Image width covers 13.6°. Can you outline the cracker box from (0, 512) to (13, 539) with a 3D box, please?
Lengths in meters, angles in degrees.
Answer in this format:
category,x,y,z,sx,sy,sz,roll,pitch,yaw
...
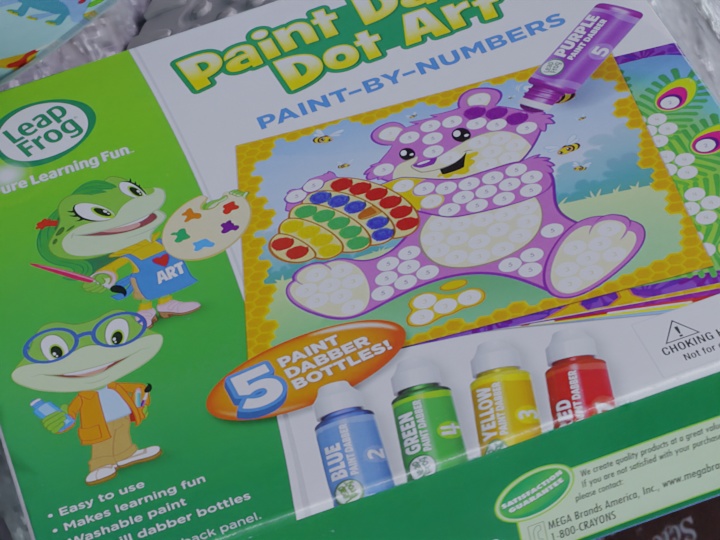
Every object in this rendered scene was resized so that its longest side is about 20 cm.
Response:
category,x,y,z,sx,sy,sz,roll,pitch,yaw
cracker box,-0.149,0.057,0.677,0.134,0.058,0.200,-8,67,-54

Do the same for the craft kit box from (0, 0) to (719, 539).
category,x,y,z,sx,sy,sz,roll,pitch,yaw
craft kit box,0.000,0.000,0.755,0.198,0.199,0.049,-118,-169,-52

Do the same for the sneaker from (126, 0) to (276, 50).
category,x,y,z,sx,sy,sz,roll,pitch,yaw
sneaker,-0.025,-0.036,0.917,0.081,0.076,0.200,48,37,-31

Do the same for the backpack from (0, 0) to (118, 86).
category,x,y,z,sx,sy,sz,roll,pitch,yaw
backpack,-0.112,-0.145,0.767,0.183,0.200,0.147,21,43,-41

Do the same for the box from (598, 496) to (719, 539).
category,x,y,z,sx,sy,sz,roll,pitch,yaw
box,0.108,0.113,0.851,0.200,0.166,0.165,-15,74,-56
